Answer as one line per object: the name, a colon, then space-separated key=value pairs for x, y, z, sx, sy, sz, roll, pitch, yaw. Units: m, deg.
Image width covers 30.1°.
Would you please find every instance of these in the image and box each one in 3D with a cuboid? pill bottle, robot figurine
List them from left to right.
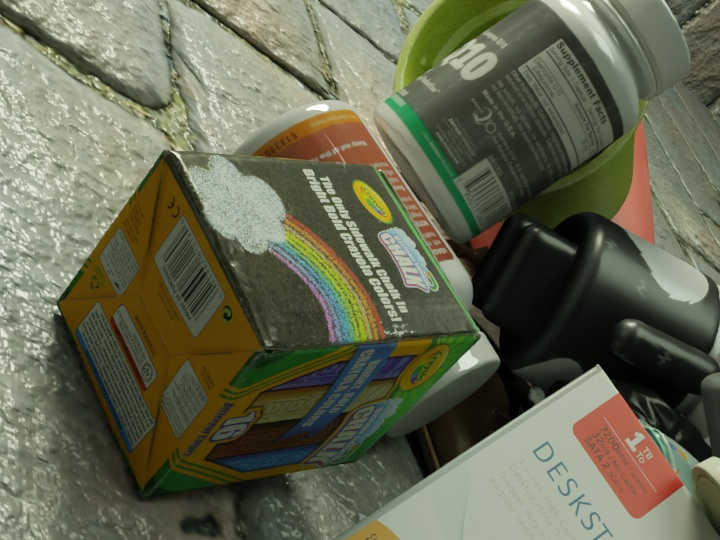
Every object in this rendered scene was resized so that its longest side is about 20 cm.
pill bottle: x=0.000 y=0.000 z=0.862 sx=0.201 sy=0.112 sz=0.112 roll=57 pitch=23 yaw=17
pill bottle: x=0.118 y=-0.118 z=0.919 sx=0.114 sy=0.199 sz=0.113 roll=56 pitch=-1 yaw=2
robot figurine: x=0.175 y=0.037 z=0.912 sx=0.199 sy=0.125 sz=0.151 roll=28 pitch=45 yaw=-12

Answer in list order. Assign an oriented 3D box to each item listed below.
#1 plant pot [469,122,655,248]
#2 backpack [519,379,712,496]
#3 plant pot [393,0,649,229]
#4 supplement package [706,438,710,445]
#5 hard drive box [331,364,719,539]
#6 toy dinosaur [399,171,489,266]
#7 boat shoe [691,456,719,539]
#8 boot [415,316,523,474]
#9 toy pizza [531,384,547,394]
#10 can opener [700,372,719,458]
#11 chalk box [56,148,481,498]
plant pot: x=0.183 y=-0.052 z=1.238 sx=0.200 sy=0.200 sz=0.179 roll=29 pitch=39 yaw=-41
backpack: x=0.163 y=0.184 z=0.829 sx=0.167 sy=0.126 sz=0.201 roll=42 pitch=47 yaw=-34
plant pot: x=0.144 y=-0.115 z=1.077 sx=0.201 sy=0.199 sz=0.184 roll=61 pitch=5 yaw=26
supplement package: x=0.273 y=0.126 z=1.204 sx=0.109 sy=0.114 sz=0.201 roll=39 pitch=23 yaw=-27
hard drive box: x=0.080 y=0.167 z=0.677 sx=0.199 sy=0.077 sz=0.156 roll=-29 pitch=77 yaw=-29
toy dinosaur: x=0.017 y=-0.039 z=1.026 sx=0.135 sy=0.086 sz=0.201 roll=26 pitch=26 yaw=-32
boat shoe: x=0.231 y=0.161 z=0.729 sx=0.075 sy=0.066 sz=0.200 roll=50 pitch=-14 yaw=55
boot: x=0.085 y=0.117 z=0.911 sx=0.201 sy=0.075 sz=0.073 roll=60 pitch=20 yaw=17
toy pizza: x=0.184 y=0.067 z=1.067 sx=0.032 sy=0.200 sz=0.201 roll=-27 pitch=75 yaw=-33
can opener: x=0.242 y=0.152 z=0.819 sx=0.067 sy=0.053 sz=0.202 roll=-134 pitch=-149 yaw=-78
chalk box: x=-0.033 y=0.026 z=0.712 sx=0.199 sy=0.124 sz=0.125 roll=1 pitch=50 yaw=-47
